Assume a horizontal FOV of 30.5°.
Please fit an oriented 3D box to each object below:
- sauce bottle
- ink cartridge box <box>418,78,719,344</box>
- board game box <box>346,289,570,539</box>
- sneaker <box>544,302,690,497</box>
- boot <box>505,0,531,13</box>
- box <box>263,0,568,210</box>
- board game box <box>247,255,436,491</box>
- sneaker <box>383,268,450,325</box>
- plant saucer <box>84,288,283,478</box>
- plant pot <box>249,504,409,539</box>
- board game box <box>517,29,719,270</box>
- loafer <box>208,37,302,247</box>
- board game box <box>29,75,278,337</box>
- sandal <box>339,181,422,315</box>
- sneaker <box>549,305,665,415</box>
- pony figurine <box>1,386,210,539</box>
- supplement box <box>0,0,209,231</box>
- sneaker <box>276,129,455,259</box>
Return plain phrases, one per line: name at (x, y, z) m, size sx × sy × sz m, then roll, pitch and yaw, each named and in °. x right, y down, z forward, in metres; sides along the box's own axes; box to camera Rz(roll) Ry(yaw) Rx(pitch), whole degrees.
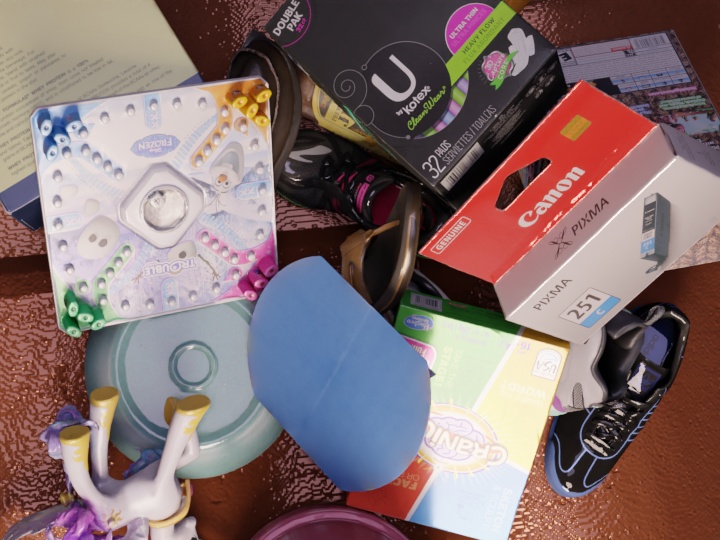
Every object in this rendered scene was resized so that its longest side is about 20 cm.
sauce bottle at (-0.019, -0.157, 1.207) m, size 0.198 × 0.065 × 0.065 m, roll 24°, pitch 83°, yaw -2°
ink cartridge box at (0.173, -0.036, 1.033) m, size 0.175 × 0.200 × 0.045 m, roll 19°, pitch 38°, yaw -34°
board game box at (0.083, 0.130, 1.156) m, size 0.151 × 0.040 × 0.202 m, roll 14°, pitch 111°, yaw -1°
sneaker at (0.234, 0.116, 1.201) m, size 0.070 × 0.078 × 0.201 m, roll 29°, pitch 83°, yaw -4°
boot at (0.129, -0.242, 1.234) m, size 0.199 × 0.071 × 0.146 m, roll 10°, pitch 89°, yaw 0°
box at (0.048, -0.176, 1.092) m, size 0.200 × 0.124 × 0.149 m, roll 44°, pitch 94°, yaw 15°
board game box at (-0.012, 0.086, 1.122) m, size 0.200 × 0.039 × 0.159 m, roll 44°, pitch 124°, yaw 24°
sneaker at (0.076, 0.075, 1.189) m, size 0.074 × 0.080 × 0.200 m, roll -44°, pitch 92°, yaw -10°
plant saucer at (-0.150, 0.086, 1.186) m, size 0.198 × 0.036 × 0.202 m, roll 0°, pitch 85°, yaw -5°
plant pot at (-0.019, 0.305, 1.108) m, size 0.198 × 0.179 × 0.202 m, roll 0°, pitch 86°, yaw -6°
board game box at (0.228, -0.102, 1.163) m, size 0.158 × 0.097 × 0.201 m, roll -9°, pitch 50°, yaw -6°
loafer at (-0.106, -0.103, 1.156) m, size 0.072 × 0.071 × 0.202 m, roll 18°, pitch 103°, yaw 32°
board game box at (-0.164, -0.051, 1.105) m, size 0.198 × 0.026 × 0.202 m, roll -11°, pitch 117°, yaw -19°
sandal at (0.000, 0.000, 1.137) m, size 0.054 × 0.200 × 0.082 m, roll 15°, pitch 52°, yaw -20°
sneaker at (0.208, 0.026, 1.170) m, size 0.077 × 0.139 × 0.202 m, roll 1°, pitch 84°, yaw -42°
pony figurine at (-0.206, 0.200, 1.104) m, size 0.191 × 0.167 × 0.202 m, roll -12°, pitch 122°, yaw -20°
supplement box at (-0.263, -0.176, 1.148) m, size 0.199 × 0.134 × 0.201 m, roll -32°, pitch 89°, yaw -7°
sneaker at (0.000, -0.077, 1.187) m, size 0.198 × 0.084 × 0.077 m, roll 22°, pitch 84°, yaw 6°
